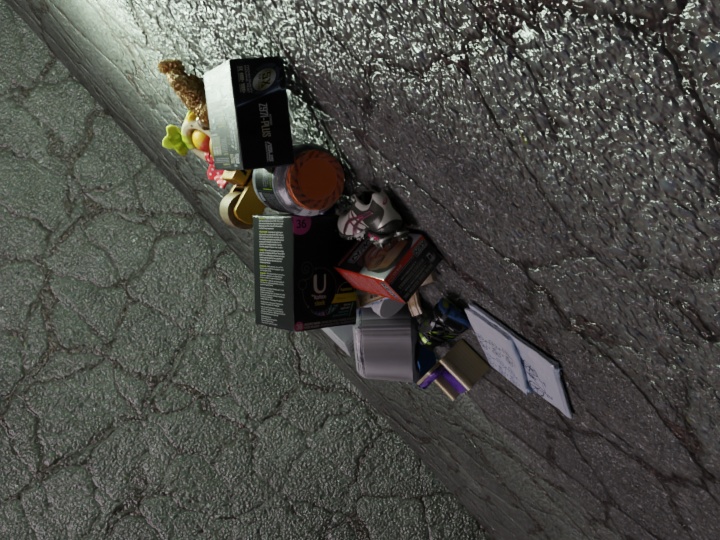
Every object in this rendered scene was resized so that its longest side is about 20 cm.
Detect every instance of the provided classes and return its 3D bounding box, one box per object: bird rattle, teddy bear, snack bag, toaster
[{"bbox_3d":[-0.375,-0.298,1.973,0.200,0.113,0.163,44,152,0],"label":"bird rattle"},{"bbox_3d":[-0.348,-0.358,1.696,0.200,0.067,0.145,47,170,0],"label":"teddy bear"},{"bbox_3d":[0.266,0.156,1.361,0.200,0.021,0.189,37,164,40],"label":"snack bag"},{"bbox_3d":[0.054,0.134,1.635,0.114,0.129,0.201,-87,-7,-53],"label":"toaster"}]

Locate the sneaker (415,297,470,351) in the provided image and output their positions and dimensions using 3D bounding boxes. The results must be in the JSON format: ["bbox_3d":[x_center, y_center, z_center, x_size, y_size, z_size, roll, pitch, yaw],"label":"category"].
[{"bbox_3d":[0.145,0.106,1.474,0.071,0.083,0.200,45,168,10],"label":"sneaker"}]

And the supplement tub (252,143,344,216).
[{"bbox_3d":[-0.106,-0.157,1.409,0.123,0.122,0.200,51,168,-19],"label":"supplement tub"}]

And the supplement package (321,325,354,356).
[{"bbox_3d":[-0.042,0.055,1.776,0.200,0.156,0.111,43,170,19],"label":"supplement package"}]

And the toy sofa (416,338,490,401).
[{"bbox_3d":[0.184,0.214,1.648,0.083,0.098,0.200,45,167,9],"label":"toy sofa"}]

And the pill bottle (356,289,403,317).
[{"bbox_3d":[0.000,0.000,1.576,0.200,0.109,0.109,41,167,30],"label":"pill bottle"}]

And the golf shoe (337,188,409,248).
[{"bbox_3d":[0.014,-0.095,1.357,0.200,0.077,0.088,14,126,63],"label":"golf shoe"}]

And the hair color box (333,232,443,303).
[{"bbox_3d":[0.042,-0.013,1.375,0.061,0.102,0.200,46,166,-23],"label":"hair color box"}]

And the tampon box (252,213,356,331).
[{"bbox_3d":[-0.099,-0.002,1.482,0.126,0.150,0.201,6,98,48],"label":"tampon box"}]

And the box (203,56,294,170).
[{"bbox_3d":[-0.180,-0.244,1.302,0.200,0.086,0.164,-165,67,-67],"label":"box"}]

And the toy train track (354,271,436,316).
[{"bbox_3d":[0.048,0.034,1.445,0.200,0.032,0.115,-22,77,43],"label":"toy train track"}]

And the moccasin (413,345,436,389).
[{"bbox_3d":[0.122,0.185,1.844,0.068,0.080,0.200,21,141,34],"label":"moccasin"}]

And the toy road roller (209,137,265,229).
[{"bbox_3d":[-0.233,-0.191,1.571,0.146,0.201,0.123,28,176,-22],"label":"toy road roller"}]

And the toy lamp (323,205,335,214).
[{"bbox_3d":[-0.131,-0.138,1.652,0.200,0.058,0.058,18,152,40],"label":"toy lamp"}]
